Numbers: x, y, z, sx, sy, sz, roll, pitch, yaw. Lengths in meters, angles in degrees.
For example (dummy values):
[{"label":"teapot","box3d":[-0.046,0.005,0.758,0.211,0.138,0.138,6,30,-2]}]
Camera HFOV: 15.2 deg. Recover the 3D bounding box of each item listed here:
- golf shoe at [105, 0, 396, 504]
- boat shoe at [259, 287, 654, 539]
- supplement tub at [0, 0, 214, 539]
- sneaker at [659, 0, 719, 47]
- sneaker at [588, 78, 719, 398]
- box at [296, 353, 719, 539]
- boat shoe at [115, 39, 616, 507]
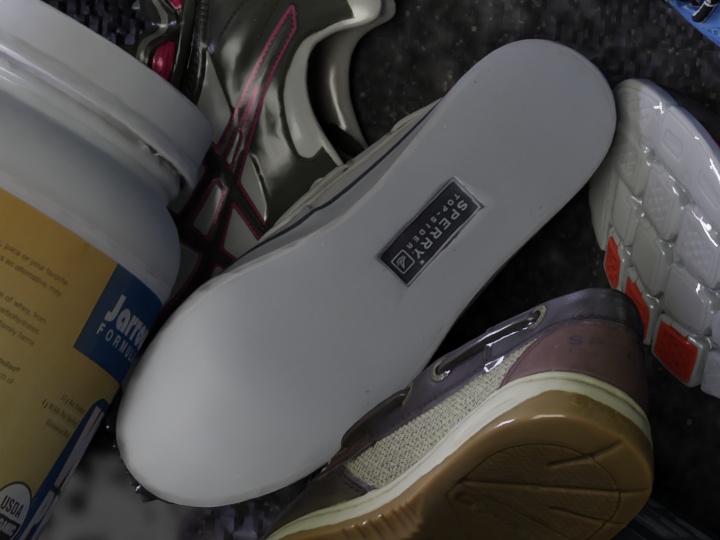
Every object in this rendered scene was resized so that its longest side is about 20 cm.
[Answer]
[{"label":"golf shoe","box3d":[-0.042,-0.014,0.938,0.087,0.077,0.202,7,96,16]},{"label":"boat shoe","box3d":[0.029,0.068,0.833,0.073,0.065,0.200,35,142,-17]},{"label":"supplement tub","box3d":[-0.145,0.015,0.847,0.144,0.145,0.201,25,81,20]},{"label":"sneaker","box3d":[0.081,-0.112,0.861,0.200,0.089,0.079,42,149,22]},{"label":"sneaker","box3d":[0.150,0.009,0.865,0.200,0.081,0.077,50,138,34]},{"label":"box","box3d":[0.044,0.136,0.879,0.200,0.046,0.160,34,107,45]},{"label":"boat shoe","box3d":[0.000,0.000,0.893,0.072,0.066,0.200,43,85,-2]}]
